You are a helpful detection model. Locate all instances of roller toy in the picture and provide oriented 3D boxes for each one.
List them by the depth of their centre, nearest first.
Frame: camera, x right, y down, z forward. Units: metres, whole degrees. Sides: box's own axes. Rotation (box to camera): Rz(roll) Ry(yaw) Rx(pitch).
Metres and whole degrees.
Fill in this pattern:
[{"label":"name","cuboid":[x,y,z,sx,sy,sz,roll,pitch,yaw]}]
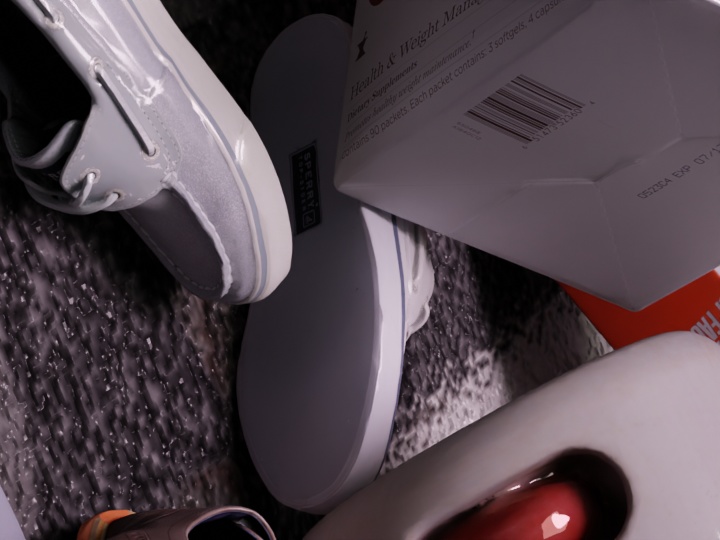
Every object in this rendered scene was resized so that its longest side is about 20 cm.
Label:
[{"label":"roller toy","cuboid":[0.078,0.122,0.977,0.199,0.182,0.140,-21,77,-35]}]

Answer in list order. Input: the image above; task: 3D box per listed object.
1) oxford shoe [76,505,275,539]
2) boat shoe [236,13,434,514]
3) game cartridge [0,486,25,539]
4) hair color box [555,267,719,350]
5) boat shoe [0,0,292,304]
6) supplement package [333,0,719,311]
[{"label":"oxford shoe","cuboid":[-0.054,0.108,0.859,0.200,0.072,0.072,-16,89,-82]},{"label":"boat shoe","cuboid":[0.000,0.000,1.026,0.065,0.073,0.201,27,57,-45]},{"label":"game cartridge","cuboid":[-0.136,0.134,0.800,0.133,0.041,0.201,-25,100,-54]},{"label":"hair color box","cuboid":[0.140,-0.001,1.169,0.200,0.064,0.111,50,25,22]},{"label":"boat shoe","cuboid":[-0.095,-0.058,0.920,0.072,0.070,0.201,-47,121,-31]},{"label":"supplement package","cuboid":[0.107,-0.126,0.984,0.146,0.191,0.201,22,59,-26]}]
